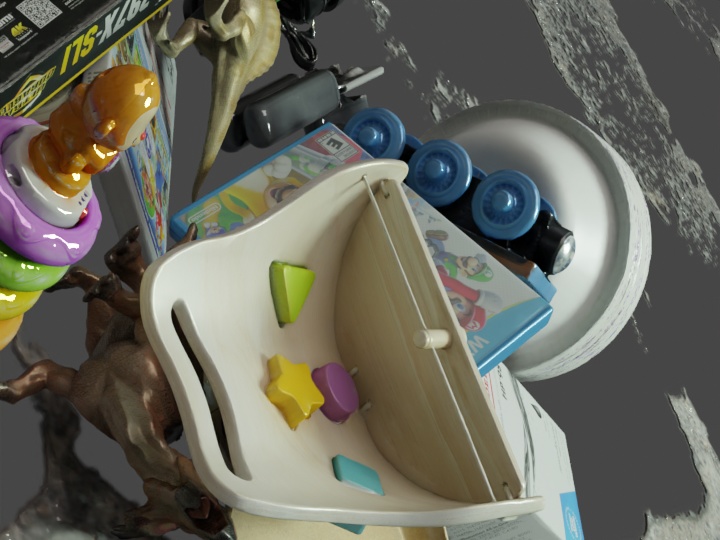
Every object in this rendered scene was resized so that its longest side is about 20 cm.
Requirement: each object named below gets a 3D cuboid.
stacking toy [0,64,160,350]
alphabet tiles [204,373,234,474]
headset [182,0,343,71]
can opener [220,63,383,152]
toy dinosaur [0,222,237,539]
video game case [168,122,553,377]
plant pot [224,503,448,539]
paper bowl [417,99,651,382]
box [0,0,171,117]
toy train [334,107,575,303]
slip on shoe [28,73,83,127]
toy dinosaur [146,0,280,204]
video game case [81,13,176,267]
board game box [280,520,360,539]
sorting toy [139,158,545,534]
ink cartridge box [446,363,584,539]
[{"bbox_3d":[-0.154,-0.026,0.615,0.110,0.199,0.116,50,27,-16],"label":"stacking toy"},{"bbox_3d":[-0.024,0.105,0.906,0.169,0.007,0.200,63,29,0],"label":"alphabet tiles"},{"bbox_3d":[-0.061,-0.185,1.047,0.095,0.123,0.200,58,2,-7],"label":"headset"},{"bbox_3d":[-0.038,-0.112,1.069,0.200,0.053,0.068,-39,120,-57],"label":"can opener"},{"bbox_3d":[-0.107,0.062,0.743,0.136,0.085,0.201,49,24,-19],"label":"toy dinosaur"},{"bbox_3d":[0.000,0.000,0.882,0.200,0.018,0.143,41,53,22],"label":"video game case"},{"bbox_3d":[-0.015,0.177,0.796,0.199,0.027,0.203,23,59,-46],"label":"plant pot"},{"bbox_3d":[0.104,-0.024,1.053,0.104,0.199,0.203,21,44,-62],"label":"paper bowl"},{"bbox_3d":[-0.186,-0.176,0.751,0.159,0.049,0.200,38,52,4],"label":"box"},{"bbox_3d":[0.044,-0.027,0.972,0.198,0.115,0.087,28,-2,23],"label":"toy train"},{"bbox_3d":[-0.180,-0.128,0.842,0.201,0.073,0.062,-100,-179,-47],"label":"slip on shoe"},{"bbox_3d":[-0.081,-0.145,0.899,0.101,0.058,0.203,24,79,-59],"label":"toy dinosaur"},{"bbox_3d":[-0.134,-0.109,0.858,0.144,0.018,0.202,81,3,-47],"label":"video game case"},{"bbox_3d":[-0.029,0.079,0.884,0.095,0.030,0.202,38,36,-38],"label":"board game box"},{"bbox_3d":[-0.026,0.052,0.718,0.179,0.106,0.202,1,62,-52],"label":"sorting toy"},{"bbox_3d":[0.079,0.122,0.990,0.200,0.066,0.117,47,28,-42],"label":"ink cartridge box"}]
